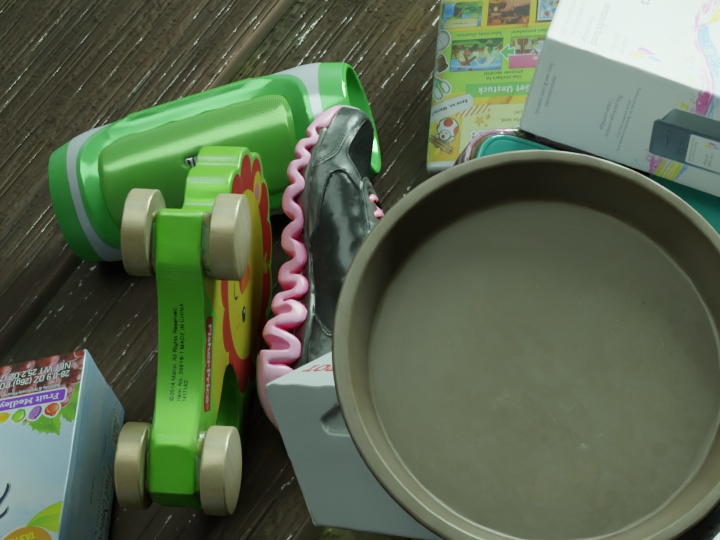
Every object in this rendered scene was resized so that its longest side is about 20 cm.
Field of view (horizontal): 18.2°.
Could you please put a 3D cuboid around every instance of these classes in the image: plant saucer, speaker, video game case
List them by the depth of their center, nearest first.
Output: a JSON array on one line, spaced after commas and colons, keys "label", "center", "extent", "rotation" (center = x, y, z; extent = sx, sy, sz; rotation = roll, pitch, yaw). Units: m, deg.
[{"label": "plant saucer", "center": [0.085, 0.041, 1.015], "extent": [0.198, 0.030, 0.202], "rotation": [2, 67, -4]}, {"label": "video game case", "center": [0.141, -0.148, 1.372], "extent": [0.198, 0.023, 0.184], "rotation": [-1, 74, 24]}, {"label": "speaker", "center": [-0.091, -0.068, 1.412], "extent": [0.198, 0.089, 0.089], "rotation": [-16, 45, 11]}]

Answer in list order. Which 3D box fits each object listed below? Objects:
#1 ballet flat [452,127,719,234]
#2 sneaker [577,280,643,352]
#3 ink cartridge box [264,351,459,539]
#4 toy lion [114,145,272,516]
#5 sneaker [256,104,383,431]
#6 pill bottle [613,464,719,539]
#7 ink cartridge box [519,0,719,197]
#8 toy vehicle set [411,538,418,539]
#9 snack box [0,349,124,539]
[{"label": "ballet flat", "center": [0.145, -0.028, 1.261], "extent": [0.198, 0.071, 0.070], "rotation": [16, 75, -4]}, {"label": "sneaker", "center": [0.193, 0.056, 1.074], "extent": [0.086, 0.199, 0.076], "rotation": [0, 67, 65]}, {"label": "ink cartridge box", "center": [0.075, 0.056, 1.138], "extent": [0.199, 0.084, 0.145], "rotation": [-26, 12, -31]}, {"label": "toy lion", "center": [-0.083, 0.030, 1.272], "extent": [0.068, 0.192, 0.202], "rotation": [2, 90, 9]}, {"label": "sneaker", "center": [0.000, 0.000, 1.303], "extent": [0.094, 0.079, 0.202], "rotation": [2, 71, 16]}, {"label": "pill bottle", "center": [0.103, 0.164, 1.049], "extent": [0.198, 0.109, 0.109], "rotation": [-21, 44, 5]}, {"label": "ink cartridge box", "center": [0.200, -0.102, 1.249], "extent": [0.198, 0.068, 0.117], "rotation": [19, 40, 4]}, {"label": "toy vehicle set", "center": [0.112, 0.173, 1.134], "extent": [0.198, 0.027, 0.125], "rotation": [0, 50, 25]}, {"label": "snack box", "center": [-0.245, 0.145, 1.298], "extent": [0.198, 0.068, 0.170], "rotation": [-12, 45, 16]}]
